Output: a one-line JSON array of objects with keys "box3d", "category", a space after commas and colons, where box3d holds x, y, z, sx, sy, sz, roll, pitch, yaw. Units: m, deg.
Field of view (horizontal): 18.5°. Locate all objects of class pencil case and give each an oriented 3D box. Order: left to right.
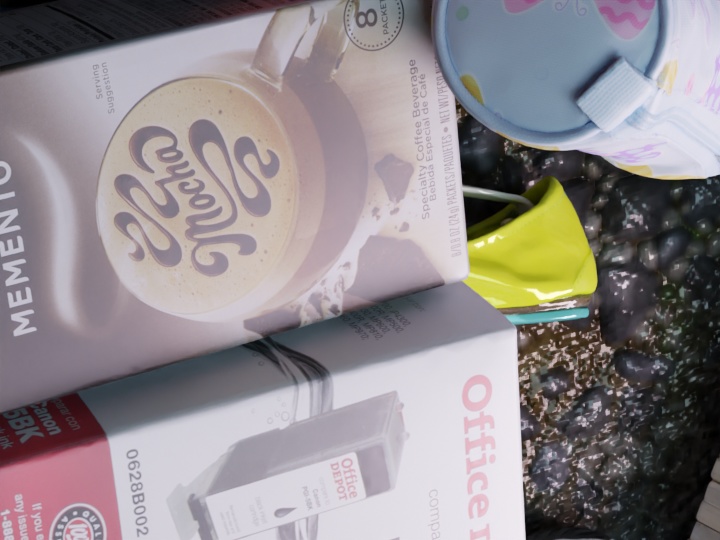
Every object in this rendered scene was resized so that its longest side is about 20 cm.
[{"box3d": [0.091, -0.077, 0.782, 0.083, 0.200, 0.091, -27, 79, 17], "category": "pencil case"}]

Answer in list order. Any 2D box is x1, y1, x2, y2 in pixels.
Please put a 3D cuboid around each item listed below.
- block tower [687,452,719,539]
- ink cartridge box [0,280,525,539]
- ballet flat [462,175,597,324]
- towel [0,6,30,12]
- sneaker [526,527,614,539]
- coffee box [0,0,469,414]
[{"box3d": [0.171, 0.143, 0.981, 0.058, 0.054, 0.201, -16, 127, -58], "category": "block tower"}, {"box3d": [-0.044, 0.091, 0.777, 0.199, 0.083, 0.148, -15, 115, -22], "category": "ink cartridge box"}, {"box3d": [0.000, 0.000, 0.858, 0.199, 0.067, 0.068, -10, 95, -22], "category": "ballet flat"}, {"box3d": [-0.151, -0.042, 0.775, 0.199, 0.049, 0.112, 5, 110, -25], "category": "towel"}, {"box3d": [0.043, 0.190, 0.944, 0.200, 0.077, 0.076, -39, 120, -5], "category": "sneaker"}, {"box3d": [-0.070, -0.033, 0.740, 0.199, 0.080, 0.114, -16, 113, -24], "category": "coffee box"}]
